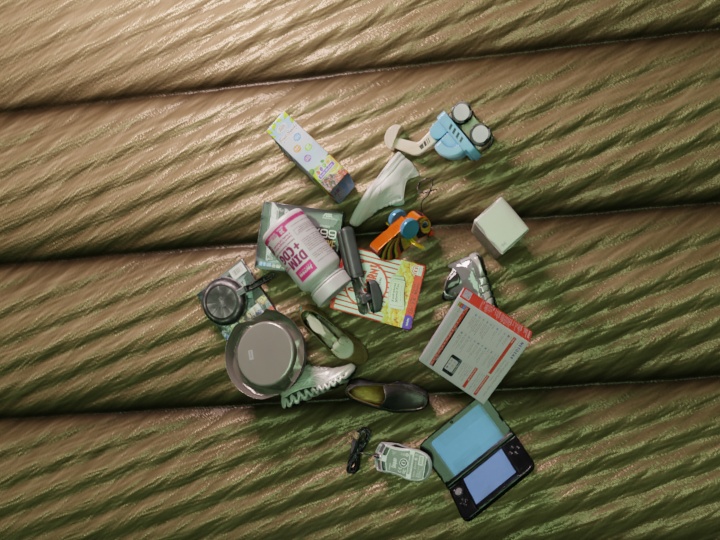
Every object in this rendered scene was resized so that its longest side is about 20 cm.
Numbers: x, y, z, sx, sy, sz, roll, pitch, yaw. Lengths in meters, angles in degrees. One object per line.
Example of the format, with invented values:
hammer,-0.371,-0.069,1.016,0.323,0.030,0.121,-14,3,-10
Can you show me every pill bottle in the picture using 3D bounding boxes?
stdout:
pill bottle,-0.117,-0.027,1.505,0.113,0.113,0.201,-40,85,5

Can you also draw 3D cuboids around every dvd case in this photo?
dvd case,-0.283,0.097,1.621,0.145,0.022,0.202,-36,86,5

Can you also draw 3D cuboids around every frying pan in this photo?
frying pan,-0.290,0.070,1.600,0.186,0.031,0.118,-5,89,10

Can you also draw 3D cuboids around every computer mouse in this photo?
computer mouse,0.070,0.436,1.562,0.196,0.044,0.112,12,86,13

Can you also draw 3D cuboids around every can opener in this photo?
can opener,0.000,0.000,1.535,0.066,0.053,0.205,-11,86,-26

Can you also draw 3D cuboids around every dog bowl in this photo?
dog bowl,-0.211,0.192,1.554,0.196,0.059,0.205,-3,80,16

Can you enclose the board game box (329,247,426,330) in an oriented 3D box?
board game box,0.041,0.039,1.569,0.196,0.046,0.155,14,90,7

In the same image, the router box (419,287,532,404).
router box,0.251,0.169,1.495,0.178,0.049,0.202,33,122,7

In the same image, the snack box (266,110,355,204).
snack box,-0.108,-0.251,1.532,0.068,0.169,0.200,-45,83,1

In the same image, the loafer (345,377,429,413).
loafer,0.060,0.292,1.549,0.195,0.072,0.075,3,88,6

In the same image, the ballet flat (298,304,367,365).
ballet flat,-0.069,0.152,1.567,0.200,0.072,0.068,43,96,6

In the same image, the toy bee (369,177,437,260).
toy bee,0.120,-0.091,1.530,0.198,0.109,0.132,-35,44,16

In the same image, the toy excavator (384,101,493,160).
toy excavator,0.178,-0.300,1.542,0.200,0.100,0.195,-42,83,13

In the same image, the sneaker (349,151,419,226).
sneaker,0.058,-0.170,1.564,0.088,0.075,0.201,39,92,-6

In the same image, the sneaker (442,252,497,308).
sneaker,0.247,0.070,1.538,0.113,0.075,0.204,-17,82,16

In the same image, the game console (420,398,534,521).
game console,0.255,0.415,1.504,0.199,0.176,0.117,-40,113,5

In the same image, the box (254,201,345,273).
box,-0.141,-0.070,1.592,0.195,0.050,0.162,9,90,7

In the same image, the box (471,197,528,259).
box,0.298,-0.087,1.462,0.077,0.200,0.095,-40,85,4

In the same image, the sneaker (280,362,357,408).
sneaker,-0.104,0.251,1.571,0.197,0.075,0.082,-23,77,8
